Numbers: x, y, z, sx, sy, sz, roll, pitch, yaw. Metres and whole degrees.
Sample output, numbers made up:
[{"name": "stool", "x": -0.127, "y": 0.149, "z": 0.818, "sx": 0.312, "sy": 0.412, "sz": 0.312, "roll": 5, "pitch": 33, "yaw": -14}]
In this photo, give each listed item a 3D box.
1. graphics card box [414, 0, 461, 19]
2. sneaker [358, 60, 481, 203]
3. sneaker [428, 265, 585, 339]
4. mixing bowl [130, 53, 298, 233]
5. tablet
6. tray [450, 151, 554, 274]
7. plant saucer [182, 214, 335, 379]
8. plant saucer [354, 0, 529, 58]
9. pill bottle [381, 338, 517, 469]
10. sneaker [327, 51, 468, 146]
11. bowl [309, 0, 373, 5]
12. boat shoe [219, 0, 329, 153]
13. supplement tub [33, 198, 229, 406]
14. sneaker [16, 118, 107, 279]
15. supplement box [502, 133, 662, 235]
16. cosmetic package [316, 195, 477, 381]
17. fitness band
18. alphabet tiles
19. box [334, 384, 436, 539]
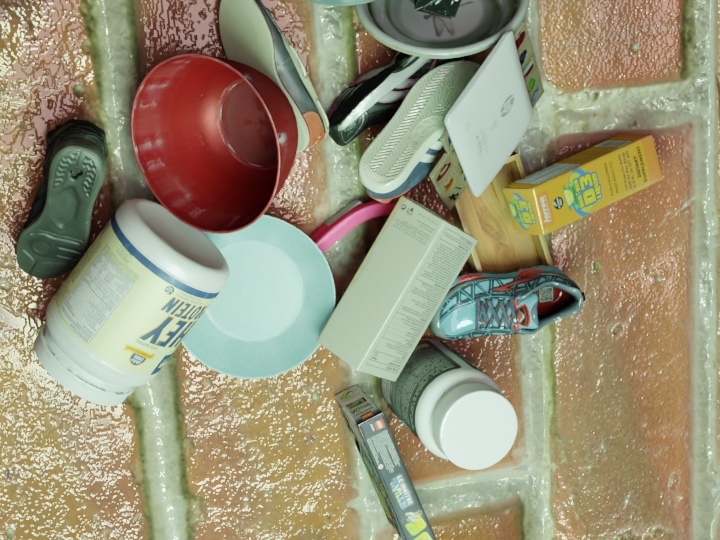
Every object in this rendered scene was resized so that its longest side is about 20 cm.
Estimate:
[{"name": "graphics card box", "x": 0.096, "y": -0.383, "z": 1.324, "sx": 0.051, "sy": 0.200, "sz": 0.126, "roll": 11, "pitch": 135, "yaw": -11}, {"name": "sneaker", "x": 0.073, "y": -0.158, "z": 1.406, "sx": 0.075, "sy": 0.085, "sz": 0.200, "roll": 42, "pitch": 78, "yaw": 17}, {"name": "sneaker", "x": 0.181, "y": 0.040, "z": 1.483, "sx": 0.199, "sy": 0.096, "sz": 0.080, "roll": -15, "pitch": 106, "yaw": -13}, {"name": "mixing bowl", "x": -0.144, "y": -0.151, "z": 1.347, "sx": 0.108, "sy": 0.200, "sz": 0.201, "roll": -32, "pitch": 117, "yaw": -53}, {"name": "tablet", "x": 0.152, "y": -0.175, "z": 1.392, "sx": 0.130, "sy": 0.014, "sz": 0.200, "roll": -55, "pitch": 156, "yaw": -10}, {"name": "tray", "x": 0.179, "y": -0.040, "z": 1.534, "sx": 0.098, "sy": 0.037, "sz": 0.200, "roll": -23, "pitch": 107, "yaw": -10}, {"name": "plant saucer", "x": -0.128, "y": 0.028, "z": 1.438, "sx": 0.200, "sy": 0.039, "sz": 0.202, "roll": 0, "pitch": 104, "yaw": 1}, {"name": "plant saucer", "x": 0.093, "y": -0.302, "z": 1.390, "sx": 0.200, "sy": 0.200, "sz": 0.050, "roll": -22, "pitch": 146, "yaw": -11}, {"name": "pill bottle", "x": 0.106, "y": 0.162, "z": 1.470, "sx": 0.114, "sy": 0.200, "sz": 0.114, "roll": -4, "pitch": 104, "yaw": -16}, {"name": "sneaker", "x": 0.053, "y": -0.207, "z": 1.434, "sx": 0.200, "sy": 0.080, "sz": 0.086, "roll": -40, "pitch": 112, "yaw": -4}, {"name": "bowl", "x": -0.018, "y": -0.362, "z": 1.332, "sx": 0.200, "sy": 0.201, "sz": 0.105, "roll": -15, "pitch": 128, "yaw": -13}, {"name": "boat shoe", "x": -0.097, "y": -0.232, "z": 1.391, "sx": 0.063, "sy": 0.071, "sz": 0.200, "roll": -35, "pitch": 102, "yaw": -47}, {"name": "supplement tub", "x": -0.257, "y": 0.037, "z": 1.351, "sx": 0.145, "sy": 0.145, "sz": 0.200, "roll": 33, "pitch": 104, "yaw": -21}, {"name": "sneaker", "x": -0.328, "y": -0.086, "z": 1.353, "sx": 0.076, "sy": 0.114, "sz": 0.200, "roll": 16, "pitch": 126, "yaw": -14}, {"name": "supplement box", "x": 0.278, "y": -0.108, "z": 1.511, "sx": 0.200, "sy": 0.069, "sz": 0.067, "roll": -25, "pitch": 107, "yaw": -22}, {"name": "cosmetic package", "x": 0.045, "y": 0.023, "z": 1.431, "sx": 0.200, "sy": 0.073, "sz": 0.103, "roll": -58, "pitch": 150, "yaw": 4}, {"name": "fitness band", "x": 0.000, "y": 0.000, "z": 1.488, "sx": 0.200, "sy": 0.037, "sz": 0.144, "roll": -40, "pitch": 111, "yaw": -4}, {"name": "alphabet tiles", "x": 0.148, "y": -0.169, "z": 1.415, "sx": 0.200, "sy": 0.008, "sz": 0.167, "roll": -55, "pitch": 156, "yaw": -8}, {"name": "box", "x": 0.032, "y": 0.250, "z": 1.517, "sx": 0.035, "sy": 0.110, "sz": 0.200, "roll": -25, "pitch": 108, "yaw": -10}]
